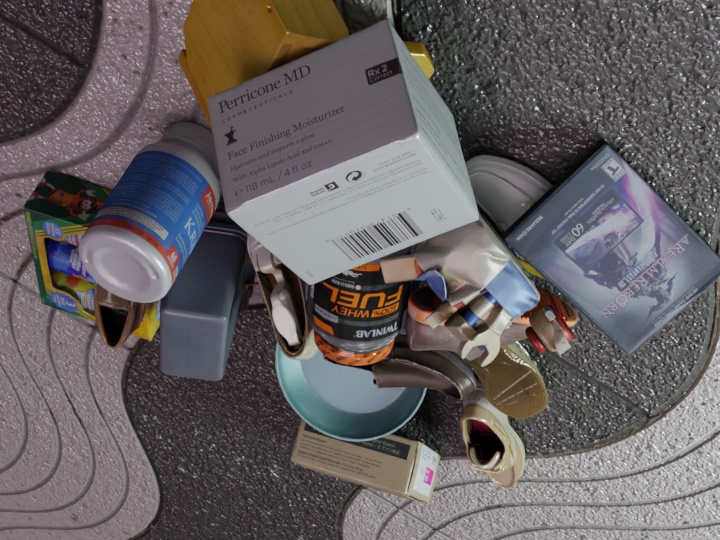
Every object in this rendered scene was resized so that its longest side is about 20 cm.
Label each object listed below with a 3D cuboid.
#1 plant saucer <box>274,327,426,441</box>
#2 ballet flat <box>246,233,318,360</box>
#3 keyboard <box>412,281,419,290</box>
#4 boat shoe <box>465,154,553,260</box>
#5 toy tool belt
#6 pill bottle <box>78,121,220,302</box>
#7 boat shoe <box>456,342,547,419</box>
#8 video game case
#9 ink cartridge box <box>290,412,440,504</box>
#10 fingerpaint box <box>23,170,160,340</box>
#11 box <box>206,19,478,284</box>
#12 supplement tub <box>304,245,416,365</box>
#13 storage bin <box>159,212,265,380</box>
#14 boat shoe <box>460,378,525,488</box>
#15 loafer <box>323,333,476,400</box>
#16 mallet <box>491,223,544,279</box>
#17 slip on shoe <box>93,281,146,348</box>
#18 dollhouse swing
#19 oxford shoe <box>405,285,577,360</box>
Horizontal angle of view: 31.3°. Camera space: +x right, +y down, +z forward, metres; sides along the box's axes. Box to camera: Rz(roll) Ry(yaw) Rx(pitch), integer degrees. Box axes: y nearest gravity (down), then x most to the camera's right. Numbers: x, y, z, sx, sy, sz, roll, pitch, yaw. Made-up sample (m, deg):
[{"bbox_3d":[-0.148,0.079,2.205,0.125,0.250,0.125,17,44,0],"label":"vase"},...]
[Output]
[{"bbox_3d":[-0.008,0.114,1.615,0.197,0.036,0.203,3,106,12],"label":"plant saucer"},{"bbox_3d":[-0.092,0.009,1.506,0.067,0.062,0.202,-19,92,20],"label":"ballet flat"},{"bbox_3d":[-0.032,-0.010,1.542,0.198,0.040,0.105,5,138,23],"label":"keyboard"},{"bbox_3d":[0.185,-0.044,1.357,0.199,0.070,0.071,35,143,-11],"label":"boat shoe"},{"bbox_3d":[0.121,0.032,1.357,0.122,0.125,0.200,-37,106,10],"label":"toy tool belt"},{"bbox_3d":[-0.224,-0.072,1.445,0.111,0.201,0.113,15,142,12],"label":"pill bottle"},{"bbox_3d":[0.166,0.102,1.556,0.073,0.063,0.201,-27,125,15],"label":"boat shoe"},{"bbox_3d":[0.264,-0.019,1.328,0.200,0.019,0.143,41,108,-18],"label":"video game case"},{"bbox_3d":[0.012,0.252,1.728,0.163,0.076,0.200,13,169,14],"label":"ink cartridge box"},{"bbox_3d":[-0.340,-0.015,1.678,0.165,0.074,0.201,18,142,8],"label":"fingerpaint box"},{"bbox_3d":[-0.014,-0.107,1.245,0.197,0.132,0.200,-21,153,14],"label":"box"},{"bbox_3d":[0.000,0.000,1.439,0.121,0.123,0.202,15,128,13],"label":"supplement tub"},{"bbox_3d":[-0.188,0.041,1.582,0.144,0.136,0.201,8,147,-4],"label":"storage bin"},{"bbox_3d":[0.166,0.228,1.682,0.073,0.070,0.201,3,137,26],"label":"boat shoe"},{"bbox_3d":[0.042,0.116,1.538,0.198,0.072,0.073,20,156,16],"label":"loafer"},{"bbox_3d":[0.220,0.002,1.424,0.198,0.041,0.066,17,139,3],"label":"mallet"},{"bbox_3d":[-0.299,0.020,1.590,0.075,0.061,0.201,20,141,0],"label":"slip on shoe"},{"bbox_3d":[-0.055,-0.227,1.309,0.183,0.174,0.200,63,147,19],"label":"dollhouse swing"},{"bbox_3d":[0.147,0.060,1.458,0.197,0.072,0.074,3,122,-9],"label":"oxford shoe"}]
